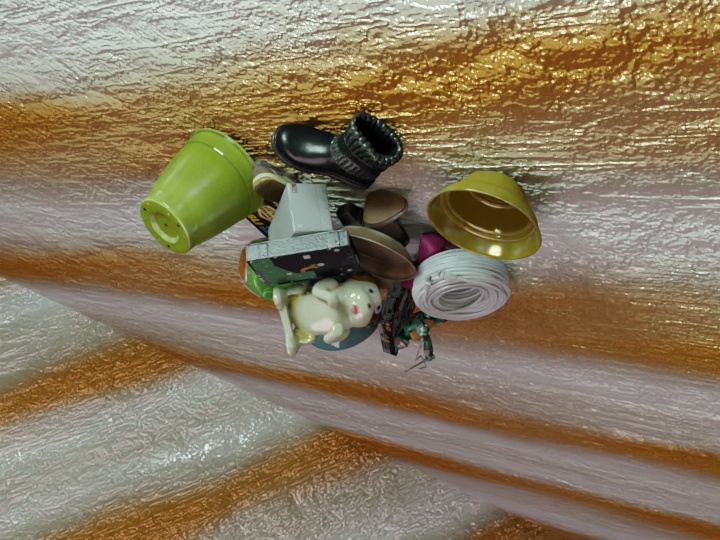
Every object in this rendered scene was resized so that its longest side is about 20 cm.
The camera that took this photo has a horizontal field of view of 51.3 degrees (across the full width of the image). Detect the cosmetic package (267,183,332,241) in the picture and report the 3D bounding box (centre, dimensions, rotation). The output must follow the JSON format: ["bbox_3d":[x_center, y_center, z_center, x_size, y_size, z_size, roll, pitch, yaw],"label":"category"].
[{"bbox_3d":[-0.123,-0.079,1.482,0.089,0.109,0.200,-1,158,-22],"label":"cosmetic package"}]

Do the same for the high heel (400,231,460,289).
[{"bbox_3d":[0.115,-0.024,1.538,0.095,0.068,0.200,22,144,-22],"label":"high heel"}]

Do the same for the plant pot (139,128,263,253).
[{"bbox_3d":[-0.323,-0.140,1.475,0.198,0.193,0.202,24,142,21],"label":"plant pot"}]

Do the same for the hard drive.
[{"bbox_3d":[-0.106,-0.023,1.428,0.196,0.038,0.140,-10,157,7],"label":"hard drive"}]

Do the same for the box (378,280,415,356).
[{"bbox_3d":[0.085,0.097,1.735,0.039,0.139,0.201,16,156,14],"label":"box"}]

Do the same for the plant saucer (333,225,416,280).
[{"bbox_3d":[0.022,-0.039,1.482,0.197,0.037,0.201,18,163,6],"label":"plant saucer"}]

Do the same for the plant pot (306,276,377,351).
[{"bbox_3d":[-0.060,0.068,1.766,0.197,0.201,0.136,8,138,31],"label":"plant pot"}]

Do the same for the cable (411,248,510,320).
[{"bbox_3d":[0.200,0.033,1.505,0.196,0.070,0.201,5,150,-14],"label":"cable"}]

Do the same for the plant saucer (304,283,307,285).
[{"bbox_3d":[-0.143,0.058,1.945,0.197,0.035,0.201,20,155,10],"label":"plant saucer"}]

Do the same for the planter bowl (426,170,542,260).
[{"bbox_3d":[0.216,-0.107,1.249,0.197,0.084,0.201,21,157,9],"label":"planter bowl"}]

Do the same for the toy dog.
[{"bbox_3d":[-0.051,0.081,1.507,0.196,0.142,0.194,-12,178,11],"label":"toy dog"}]

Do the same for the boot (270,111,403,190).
[{"bbox_3d":[-0.041,-0.215,1.262,0.208,0.081,0.158,17,165,-12],"label":"boot"}]

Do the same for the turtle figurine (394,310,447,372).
[{"bbox_3d":[0.144,0.132,1.683,0.101,0.200,0.150,45,178,24],"label":"turtle figurine"}]

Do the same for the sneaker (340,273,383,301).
[{"bbox_3d":[0.000,0.000,1.630,0.077,0.085,0.202,5,132,52],"label":"sneaker"}]

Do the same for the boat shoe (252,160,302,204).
[{"bbox_3d":[-0.145,-0.164,1.494,0.072,0.066,0.199,-22,156,20],"label":"boat shoe"}]

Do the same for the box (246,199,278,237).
[{"bbox_3d":[-0.194,-0.138,1.616,0.158,0.050,0.200,4,150,42],"label":"box"}]

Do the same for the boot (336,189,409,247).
[{"bbox_3d":[0.051,-0.090,1.477,0.198,0.071,0.146,1,154,44],"label":"boot"}]

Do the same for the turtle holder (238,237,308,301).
[{"bbox_3d":[-0.190,-0.015,1.682,0.131,0.184,0.143,21,125,42],"label":"turtle holder"}]
